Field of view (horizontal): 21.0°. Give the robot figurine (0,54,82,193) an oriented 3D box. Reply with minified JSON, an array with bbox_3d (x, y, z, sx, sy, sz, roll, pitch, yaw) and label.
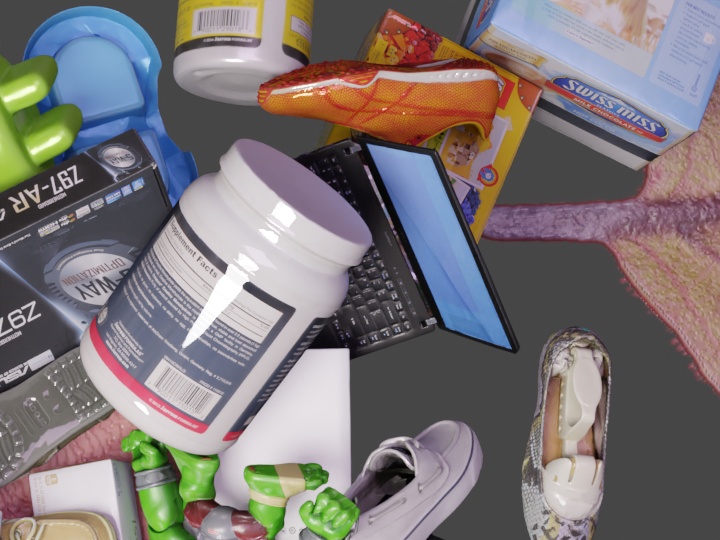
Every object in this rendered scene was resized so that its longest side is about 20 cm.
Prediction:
[{"bbox_3d":[-0.311,-0.091,1.466,0.199,0.116,0.176,-22,112,8],"label":"robot figurine"}]

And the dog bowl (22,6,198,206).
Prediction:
[{"bbox_3d":[-0.202,-0.109,1.553,0.111,0.050,0.201,-17,84,-18],"label":"dog bowl"}]

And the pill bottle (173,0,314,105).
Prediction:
[{"bbox_3d":[-0.090,-0.244,1.580,0.111,0.111,0.201,8,77,-14],"label":"pill bottle"}]

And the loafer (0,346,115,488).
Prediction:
[{"bbox_3d":[-0.263,0.128,1.472,0.199,0.070,0.075,-26,74,-15],"label":"loafer"}]

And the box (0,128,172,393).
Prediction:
[{"bbox_3d":[-0.230,0.000,1.451,0.199,0.161,0.044,-27,53,-11],"label":"box"}]

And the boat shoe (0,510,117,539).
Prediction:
[{"bbox_3d":[-0.275,0.221,1.415,0.200,0.063,0.074,-12,80,11],"label":"boat shoe"}]

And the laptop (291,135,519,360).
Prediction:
[{"bbox_3d":[0.000,0.000,1.484,0.199,0.103,0.178,-19,111,12],"label":"laptop"}]

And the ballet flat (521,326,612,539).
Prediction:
[{"bbox_3d":[0.172,0.141,1.594,0.072,0.072,0.202,8,77,-14],"label":"ballet flat"}]

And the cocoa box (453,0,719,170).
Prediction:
[{"bbox_3d":[0.196,-0.197,1.638,0.199,0.131,0.134,26,73,-9],"label":"cocoa box"}]

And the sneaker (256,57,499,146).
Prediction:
[{"bbox_3d":[0.017,-0.126,1.521,0.199,0.073,0.078,0,105,-16],"label":"sneaker"}]

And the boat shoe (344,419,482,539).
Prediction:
[{"bbox_3d":[0.036,0.163,1.508,0.200,0.073,0.066,-51,128,-53],"label":"boat shoe"}]

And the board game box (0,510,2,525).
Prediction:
[{"bbox_3d":[-0.352,0.260,1.366,0.198,0.041,0.201,1,83,25],"label":"board game box"}]

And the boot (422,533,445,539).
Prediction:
[{"bbox_3d":[0.018,0.272,1.471,0.076,0.200,0.169,18,72,27],"label":"boot"}]

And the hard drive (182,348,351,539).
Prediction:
[{"bbox_3d":[-0.073,0.162,1.513,0.131,0.026,0.201,-1,87,-1],"label":"hard drive"}]

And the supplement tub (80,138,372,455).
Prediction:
[{"bbox_3d":[-0.098,0.020,1.414,0.140,0.140,0.200,36,105,-5],"label":"supplement tub"}]

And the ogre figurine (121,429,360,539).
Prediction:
[{"bbox_3d":[-0.097,0.195,1.444,0.199,0.098,0.121,11,104,10],"label":"ogre figurine"}]

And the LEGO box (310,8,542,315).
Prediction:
[{"bbox_3d":[0.039,-0.087,1.600,0.148,0.077,0.201,26,73,-8],"label":"LEGO box"}]

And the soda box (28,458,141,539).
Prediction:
[{"bbox_3d":[-0.197,0.246,1.462,0.068,0.064,0.201,-11,80,6],"label":"soda box"}]
